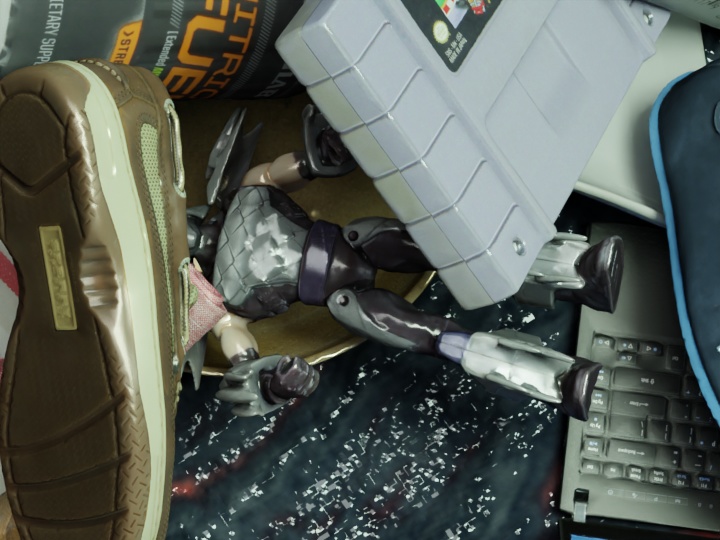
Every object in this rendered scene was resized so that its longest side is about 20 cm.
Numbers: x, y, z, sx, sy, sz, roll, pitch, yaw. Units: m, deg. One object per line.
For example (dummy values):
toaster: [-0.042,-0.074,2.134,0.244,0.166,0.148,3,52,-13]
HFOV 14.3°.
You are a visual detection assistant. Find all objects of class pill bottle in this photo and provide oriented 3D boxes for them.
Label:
pill bottle: [-0.071,-0.119,1.116,0.200,0.106,0.106,-4,72,-33]

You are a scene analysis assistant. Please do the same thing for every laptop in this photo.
laptop: [0.173,0.074,1.138,0.177,0.103,0.200,8,75,-2]

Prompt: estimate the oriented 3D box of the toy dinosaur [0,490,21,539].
toy dinosaur: [-0.210,0.116,1.091,0.200,0.060,0.106,-30,78,8]

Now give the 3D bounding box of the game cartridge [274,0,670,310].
game cartridge: [0.048,-0.093,1.072,0.130,0.038,0.200,57,38,-21]

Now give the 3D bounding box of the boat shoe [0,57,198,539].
boat shoe: [-0.086,0.022,1.058,0.075,0.075,0.203,8,105,36]

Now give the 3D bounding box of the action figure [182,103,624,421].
action figure: [0.000,0.000,1.123,0.200,0.069,0.130,12,91,10]

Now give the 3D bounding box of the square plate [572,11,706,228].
square plate: [0.074,-0.117,1.167,0.028,0.200,0.198,-22,65,36]

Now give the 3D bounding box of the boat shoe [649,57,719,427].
boat shoe: [0.163,-0.002,1.122,0.084,0.069,0.200,10,56,-46]

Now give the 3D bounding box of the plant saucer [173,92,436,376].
plant saucer: [-0.053,-0.049,1.194,0.200,0.035,0.200,1,74,-4]

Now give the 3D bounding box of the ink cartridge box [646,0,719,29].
ink cartridge box: [0.121,-0.198,1.187,0.057,0.162,0.200,-22,76,26]

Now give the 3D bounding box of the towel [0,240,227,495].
towel: [-0.166,0.033,1.130,0.200,0.023,0.144,-45,78,10]
